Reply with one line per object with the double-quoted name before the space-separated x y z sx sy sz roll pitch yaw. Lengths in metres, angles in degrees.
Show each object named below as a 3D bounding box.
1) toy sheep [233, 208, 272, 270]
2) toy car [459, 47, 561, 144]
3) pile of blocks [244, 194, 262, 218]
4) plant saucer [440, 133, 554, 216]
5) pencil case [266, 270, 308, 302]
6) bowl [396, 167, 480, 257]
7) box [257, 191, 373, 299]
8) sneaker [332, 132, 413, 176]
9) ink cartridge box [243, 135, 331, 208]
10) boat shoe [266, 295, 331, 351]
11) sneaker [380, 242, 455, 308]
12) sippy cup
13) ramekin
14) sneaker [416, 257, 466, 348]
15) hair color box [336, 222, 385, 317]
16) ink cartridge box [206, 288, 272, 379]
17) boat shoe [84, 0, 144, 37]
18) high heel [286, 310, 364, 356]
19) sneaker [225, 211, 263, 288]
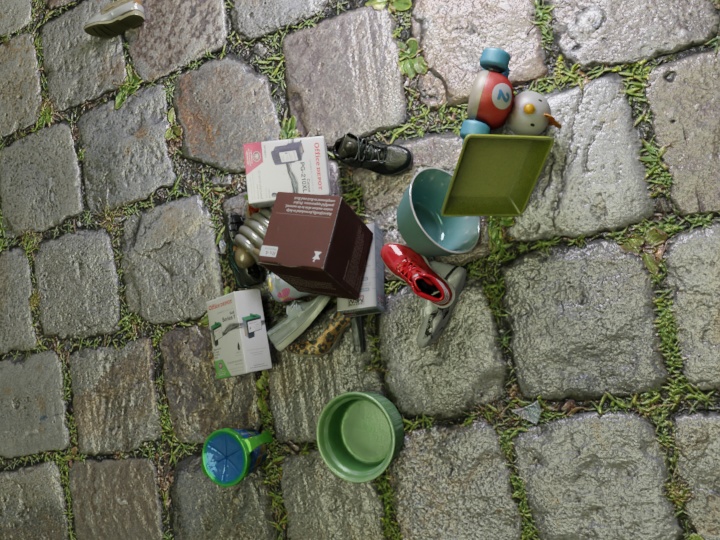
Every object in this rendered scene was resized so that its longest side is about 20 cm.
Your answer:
"toy sheep" -0.234 -0.084 1.676 0.137 0.138 0.200 37 72 21
"toy car" 0.328 -0.338 1.427 0.197 0.177 0.187 16 92 12
"pile of blocks" -0.246 -0.217 1.728 0.082 0.062 0.202 34 99 22
"plant saucer" 0.273 -0.205 1.410 0.048 0.196 0.202 -109 24 -43
"pencil case" -0.130 0.012 1.656 0.197 0.084 0.092 -15 118 22
"bowl" 0.156 -0.110 1.490 0.105 0.199 0.204 -34 73 48
"box" -0.092 -0.051 1.490 0.163 0.200 0.167 8 73 24
"sneaker" 0.021 -0.270 1.586 0.197 0.114 0.078 14 95 22
"ink cartridge box" -0.174 -0.237 1.647 0.196 0.084 0.148 -6 88 0
"boat shoe" -0.156 0.113 1.664 0.072 0.070 0.201 45 110 -3
"sneaker" 0.115 -0.002 1.455 0.199 0.115 0.079 35 93 19
"sippy cup" -0.302 0.453 1.692 0.175 0.130 0.142 7 91 25
"ramekin" 0.005 0.377 1.573 0.197 0.097 0.204 -1 87 25
"sneaker" 0.151 0.066 1.535 0.114 0.075 0.202 27 94 23
"hair color box" 0.000 0.000 1.583 0.097 0.061 0.203 -9 69 21
"ink cartridge box" -0.307 0.159 1.709 0.145 0.084 0.204 -18 80 45
"boat shoe" -0.708 -0.730 1.963 0.197 0.075 0.070 -9 78 17
"high heel" -0.088 0.132 1.637 0.196 0.071 0.145 -6 89 11
"sneaker" -0.316 -0.050 1.747 0.079 0.075 0.203 -25 77 38
